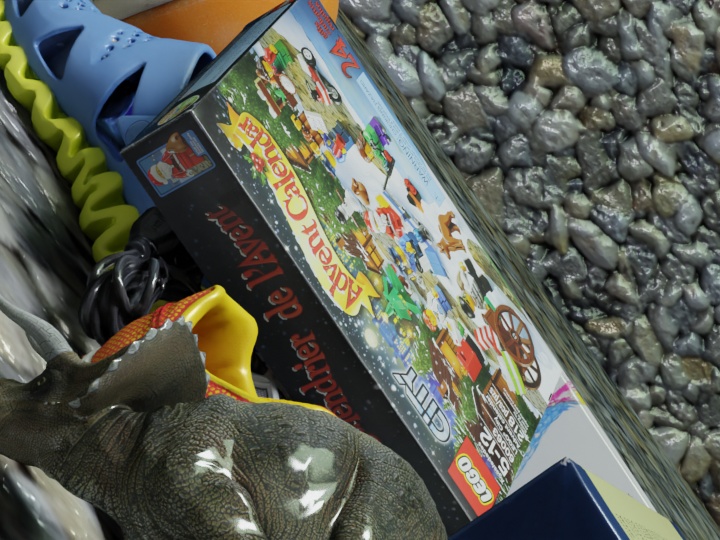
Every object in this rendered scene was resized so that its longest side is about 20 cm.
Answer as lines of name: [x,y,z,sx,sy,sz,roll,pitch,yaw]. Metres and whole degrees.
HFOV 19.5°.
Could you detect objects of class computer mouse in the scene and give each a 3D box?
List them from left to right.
computer mouse: [-0.038,0.068,0.804,0.200,0.044,0.110,55,11,-12]

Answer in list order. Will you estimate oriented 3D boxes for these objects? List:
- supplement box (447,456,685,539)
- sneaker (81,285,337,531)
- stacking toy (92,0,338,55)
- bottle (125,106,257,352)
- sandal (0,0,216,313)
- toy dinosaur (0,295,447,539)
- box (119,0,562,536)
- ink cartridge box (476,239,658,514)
supplement box: [0.092,0.195,0.736,0.200,0.134,0.200,58,8,20]
sneaker: [-0.033,0.083,0.665,0.073,0.077,0.200,47,13,-55]
stacking toy: [-0.054,-0.074,1.132,0.146,0.146,0.201,-46,118,-82]
bottle: [-0.053,-0.011,0.973,0.084,0.065,0.200,49,10,-46]
sandal: [-0.094,-0.069,0.903,0.200,0.087,0.079,57,10,26]
toy dinosaur: [-0.018,0.075,0.593,0.199,0.077,0.103,22,58,-16]
box: [0.000,0.000,0.833,0.200,0.038,0.137,56,29,-13]
ink cartridge box: [0.073,0.108,1.036,0.200,0.084,0.145,58,-11,23]
